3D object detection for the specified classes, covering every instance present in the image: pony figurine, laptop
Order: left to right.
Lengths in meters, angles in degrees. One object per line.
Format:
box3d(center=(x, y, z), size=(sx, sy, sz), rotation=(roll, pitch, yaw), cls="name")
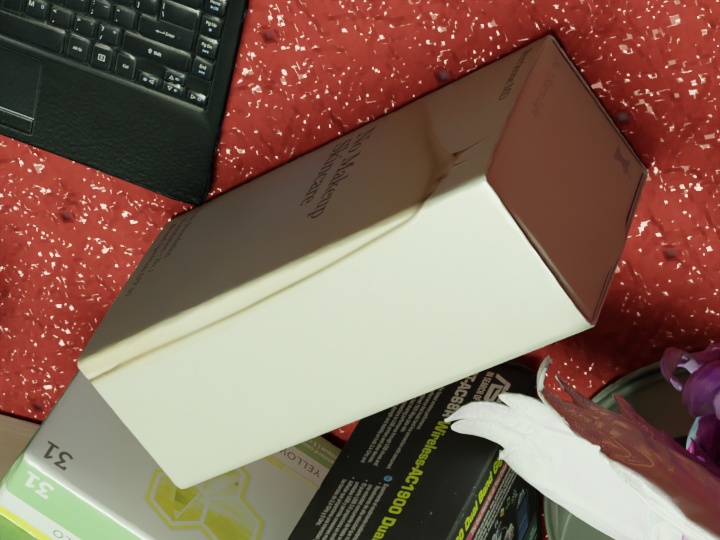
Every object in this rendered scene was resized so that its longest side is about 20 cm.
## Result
box3d(center=(-0.137, -0.103, 0.847), size=(0.177, 0.103, 0.200), rotation=(21, 130, 5), cls="laptop")
box3d(center=(0.145, 0.074, 0.821), size=(0.193, 0.200, 0.167), rotation=(43, 173, -1), cls="pony figurine")

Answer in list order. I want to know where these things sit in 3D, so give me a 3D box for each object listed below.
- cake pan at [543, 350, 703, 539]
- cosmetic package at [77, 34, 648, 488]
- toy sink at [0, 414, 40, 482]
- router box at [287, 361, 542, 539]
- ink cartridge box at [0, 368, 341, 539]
box3d(center=(0.168, 0.121, 0.946), size=(0.199, 0.037, 0.201), rotation=(10, 128, 14), cls="cake pan")
box3d(center=(0.000, 0.000, 0.875), size=(0.200, 0.104, 0.073), rotation=(-25, 113, 33), cls="cosmetic package")
box3d(center=(-0.160, 0.152, 1.043), size=(0.199, 0.112, 0.131), rotation=(15, 129, 10), cls="toy sink")
box3d(center=(0.015, 0.150, 0.916), size=(0.062, 0.200, 0.150), rotation=(10, 128, 20), cls="router box")
box3d(center=(-0.084, 0.125, 0.935), size=(0.145, 0.200, 0.048), rotation=(34, 131, -4), cls="ink cartridge box")
